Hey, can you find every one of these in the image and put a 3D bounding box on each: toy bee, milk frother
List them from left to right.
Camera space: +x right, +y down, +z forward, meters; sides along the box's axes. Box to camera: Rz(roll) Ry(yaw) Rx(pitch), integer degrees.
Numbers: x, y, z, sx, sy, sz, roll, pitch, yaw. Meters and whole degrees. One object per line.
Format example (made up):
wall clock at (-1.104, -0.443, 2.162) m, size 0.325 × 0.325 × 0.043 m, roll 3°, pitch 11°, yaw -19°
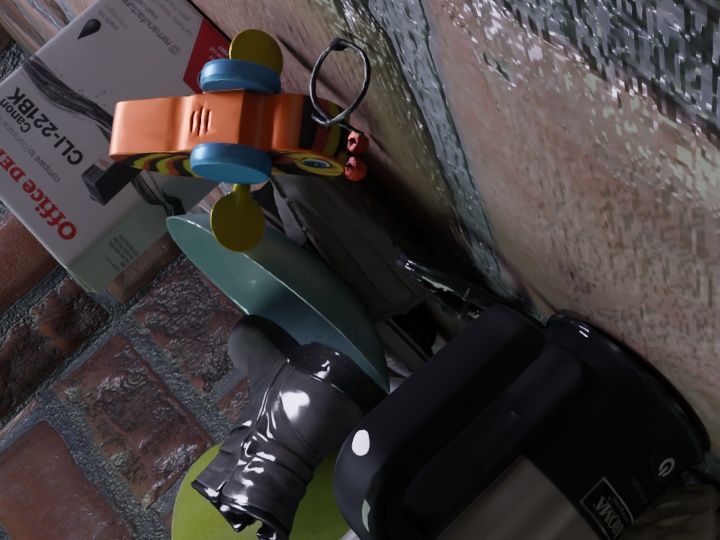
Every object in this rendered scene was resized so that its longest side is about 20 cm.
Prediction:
toy bee at (-0.051, -0.072, 0.602) m, size 0.200 × 0.131 × 0.109 m, roll 25°, pitch -176°, yaw 40°
milk frother at (0.055, 0.101, 0.596) m, size 0.181 × 0.188 × 0.200 m, roll 50°, pitch 171°, yaw -20°

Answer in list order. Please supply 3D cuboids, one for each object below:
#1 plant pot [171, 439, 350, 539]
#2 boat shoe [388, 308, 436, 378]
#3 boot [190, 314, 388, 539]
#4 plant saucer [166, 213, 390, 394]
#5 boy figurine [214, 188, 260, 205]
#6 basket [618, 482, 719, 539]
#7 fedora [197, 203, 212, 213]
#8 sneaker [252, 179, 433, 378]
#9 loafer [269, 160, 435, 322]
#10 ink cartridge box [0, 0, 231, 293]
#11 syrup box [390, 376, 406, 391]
plant pot at (-0.011, 0.179, 0.759) m, size 0.187 × 0.187 × 0.200 m, roll 47°, pitch 130°, yaw -8°
boat shoe at (0.026, 0.070, 0.994) m, size 0.075 × 0.073 × 0.200 m, roll 54°, pitch 151°, yaw 0°
boot at (-0.077, 0.107, 0.713) m, size 0.070 × 0.132 × 0.200 m, roll 43°, pitch 165°, yaw -22°
plant saucer at (-0.049, 0.016, 0.713) m, size 0.201 × 0.039 × 0.201 m, roll 35°, pitch 165°, yaw 11°
boy figurine at (-0.082, 0.016, 1.033) m, size 0.124 × 0.064 × 0.201 m, roll -22°, pitch -85°, yaw -72°
basket at (0.151, 0.229, 0.617) m, size 0.199 × 0.136 × 0.124 m, roll -22°, pitch 115°, yaw 33°
fedora at (-0.045, -0.010, 0.891) m, size 0.200 × 0.090 × 0.177 m, roll 48°, pitch 171°, yaw 6°
sneaker at (0.000, 0.000, 0.777) m, size 0.200 × 0.079 × 0.078 m, roll 45°, pitch 164°, yaw -19°
loafer at (-0.030, -0.044, 0.694) m, size 0.200 × 0.070 × 0.070 m, roll 49°, pitch -155°, yaw -10°
ink cartridge box at (-0.181, -0.105, 0.753) m, size 0.144 × 0.200 × 0.084 m, roll 44°, pitch 171°, yaw 10°
syrup box at (0.029, 0.140, 0.907) m, size 0.199 × 0.082 × 0.079 m, roll 4°, pitch 165°, yaw 20°
